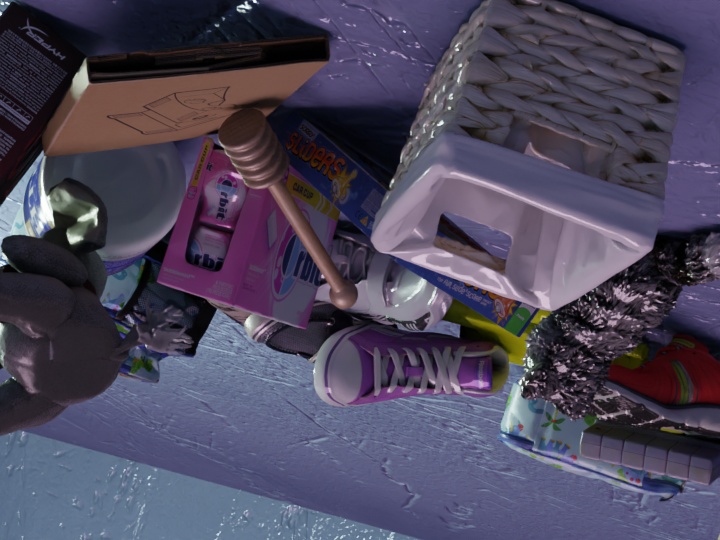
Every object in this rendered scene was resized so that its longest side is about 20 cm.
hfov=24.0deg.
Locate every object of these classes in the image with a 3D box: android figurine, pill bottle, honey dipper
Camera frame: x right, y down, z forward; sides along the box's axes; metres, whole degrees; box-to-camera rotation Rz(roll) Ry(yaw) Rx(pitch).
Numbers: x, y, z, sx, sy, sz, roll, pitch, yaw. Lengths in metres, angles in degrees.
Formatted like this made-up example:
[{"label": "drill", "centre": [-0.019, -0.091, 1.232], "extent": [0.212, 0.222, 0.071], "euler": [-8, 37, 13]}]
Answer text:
[{"label": "android figurine", "centre": [0.174, 0.062, 1.543], "extent": [0.199, 0.041, 0.182], "euler": [13, 163, 29]}, {"label": "pill bottle", "centre": [-0.225, -0.057, 1.443], "extent": [0.119, 0.121, 0.200], "euler": [22, 164, -13]}, {"label": "honey dipper", "centre": [-0.047, -0.036, 1.231], "extent": [0.038, 0.038, 0.200], "euler": [8, 145, 33]}]

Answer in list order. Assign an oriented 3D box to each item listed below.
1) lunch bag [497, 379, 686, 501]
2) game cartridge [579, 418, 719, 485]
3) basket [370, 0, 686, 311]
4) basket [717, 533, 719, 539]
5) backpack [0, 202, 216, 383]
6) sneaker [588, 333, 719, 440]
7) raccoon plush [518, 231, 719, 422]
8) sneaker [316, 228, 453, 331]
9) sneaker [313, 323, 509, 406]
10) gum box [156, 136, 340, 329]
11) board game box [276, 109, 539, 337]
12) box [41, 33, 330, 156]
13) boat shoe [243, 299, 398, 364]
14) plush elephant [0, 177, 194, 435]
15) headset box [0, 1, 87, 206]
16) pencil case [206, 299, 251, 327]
[{"label": "lunch bag", "centre": [0.248, 0.175, 1.762], "extent": [0.199, 0.083, 0.161], "euler": [17, 179, 10]}, {"label": "game cartridge", "centre": [0.298, 0.151, 1.574], "extent": [0.129, 0.039, 0.200], "euler": [6, -170, 27]}, {"label": "basket", "centre": [0.099, -0.068, 1.007], "extent": [0.135, 0.124, 0.200], "euler": [20, 166, -6]}, {"label": "basket", "centre": [0.460, 0.265, 1.624], "extent": [0.197, 0.201, 0.161], "euler": [20, 167, -5]}, {"label": "backpack", "centre": [-0.260, 0.019, 1.673], "extent": [0.199, 0.148, 0.183], "euler": [32, 172, -29]}, {"label": "sneaker", "centre": [0.263, 0.095, 1.460], "extent": [0.199, 0.086, 0.077], "euler": [13, 166, -30]}, {"label": "raccoon plush", "centre": [0.188, 0.039, 1.258], "extent": [0.096, 0.135, 0.200], "euler": [23, 165, -15]}, {"label": "sneaker", "centre": [0.000, 0.000, 1.462], "extent": [0.114, 0.076, 0.200], "euler": [22, 168, -26]}, {"label": "sneaker", "centre": [0.056, 0.085, 1.523], "extent": [0.114, 0.073, 0.200], "euler": [3, -174, 43]}, {"label": "gum box", "centre": [-0.083, -0.026, 1.317], "extent": [0.066, 0.114, 0.200], "euler": [16, 177, 16]}, {"label": "board game box", "centre": [0.031, -0.036, 1.211], "extent": [0.135, 0.035, 0.200], "euler": [31, -172, -39]}, {"label": "box", "centre": [-0.123, -0.118, 1.153], "extent": [0.162, 0.021, 0.200], "euler": [-9, 173, -20]}, {"label": "boat shoe", "centre": [-0.021, 0.070, 1.585], "extent": [0.075, 0.093, 0.199], "euler": [-41, 158, 31]}, {"label": "plush elephant", "centre": [-0.243, 0.024, 1.284], "extent": [0.199, 0.166, 0.155], "euler": [-9, -148, -22]}, {"label": "headset box", "centre": [-0.294, -0.082, 1.259], "extent": [0.075, 0.201, 0.149], "euler": [36, 162, -7]}, {"label": "pencil case", "centre": [-0.100, 0.006, 1.588], "extent": [0.077, 0.090, 0.200], "euler": [25, 171, 24]}]
